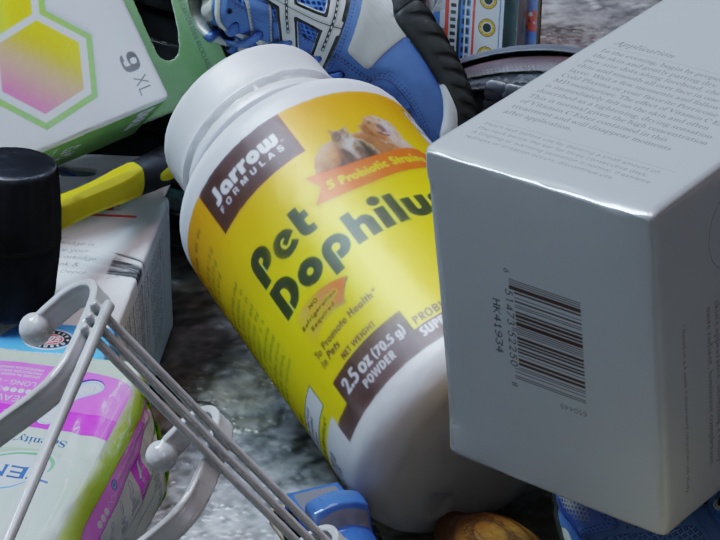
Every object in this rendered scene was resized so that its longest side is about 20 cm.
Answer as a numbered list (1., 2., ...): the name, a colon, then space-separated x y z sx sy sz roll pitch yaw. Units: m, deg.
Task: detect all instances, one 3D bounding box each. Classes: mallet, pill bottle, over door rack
1. mallet: -0.100 -0.026 1.135 0.041 0.066 0.200 17 17 26
2. pill bottle: 0.000 0.000 1.079 0.109 0.110 0.200 -16 49 -26
3. over door rack: -0.073 0.116 0.868 0.066 0.148 0.201 -31 28 25

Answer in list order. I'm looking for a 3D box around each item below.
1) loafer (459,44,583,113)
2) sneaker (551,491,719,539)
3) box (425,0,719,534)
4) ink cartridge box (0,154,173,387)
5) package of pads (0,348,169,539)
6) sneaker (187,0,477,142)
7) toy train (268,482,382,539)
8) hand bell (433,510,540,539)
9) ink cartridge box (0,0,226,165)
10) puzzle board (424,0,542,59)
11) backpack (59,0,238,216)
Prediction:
1. loafer: 0.118 -0.060 1.293 0.199 0.072 0.063 7 32 12
2. sneaker: 0.164 0.087 0.975 0.199 0.090 0.079 10 28 23
3. box: 0.125 -0.018 0.967 0.097 0.125 0.200 19 37 38
4. ink cartridge box: -0.144 0.021 1.149 0.115 0.068 0.200 2 28 7
5. package of pads: -0.164 0.107 0.955 0.153 0.069 0.200 6 40 17
6. sneaker: -0.028 -0.113 1.175 0.077 0.200 0.076 -43 4 -17
7. toy train: 0.015 0.127 0.953 0.034 0.046 0.200 -13 29 -21
8. hand bell: 0.075 0.121 0.949 0.104 0.105 0.200 -13 16 -21
9. ink cartridge box: -0.148 -0.095 1.151 0.199 0.104 0.059 -24 -3 -23
10. puzzle board: 0.018 -0.159 1.346 0.150 0.201 0.017 9 19 22
11. backpack: -0.067 -0.111 1.288 0.199 0.177 0.153 16 -1 9
